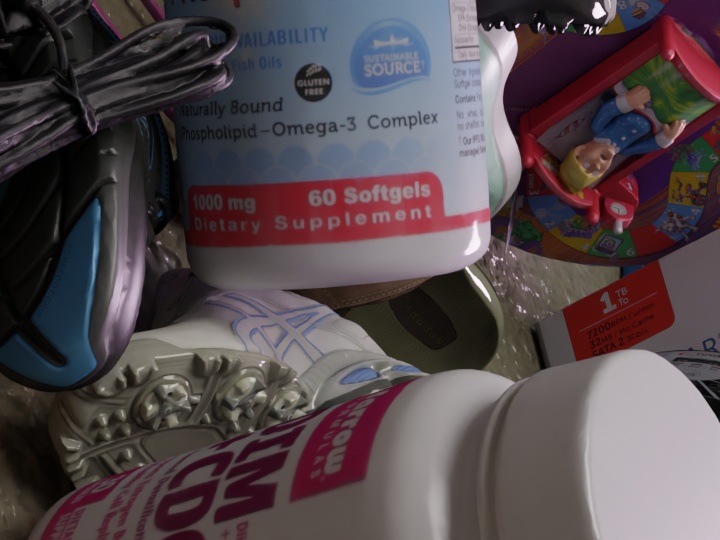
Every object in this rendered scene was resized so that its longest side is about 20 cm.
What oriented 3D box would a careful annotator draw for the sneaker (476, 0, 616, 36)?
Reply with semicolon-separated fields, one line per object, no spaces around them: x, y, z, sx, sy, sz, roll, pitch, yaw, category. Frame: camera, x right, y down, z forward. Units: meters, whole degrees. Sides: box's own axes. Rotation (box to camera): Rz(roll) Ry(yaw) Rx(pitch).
0.068;-0.145;0.865;0.200;0.066;0.091;-70;162;-72;sneaker

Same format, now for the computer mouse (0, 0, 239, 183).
-0.148;-0.079;0.685;0.200;0.046;0.140;37;44;26;computer mouse

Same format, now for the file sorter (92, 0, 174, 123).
-0.033;-0.164;0.937;0.126;0.139;0.200;54;25;-22;file sorter

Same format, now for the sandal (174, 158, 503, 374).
0.001;0.000;0.901;0.201;0.080;0.057;39;30;-43;sandal

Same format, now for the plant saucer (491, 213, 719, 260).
0.120;-0.090;1.088;0.200;0.200;0.036;47;30;-31;plant saucer

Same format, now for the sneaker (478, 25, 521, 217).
0.010;-0.045;1.000;0.074;0.118;0.201;40;-14;17;sneaker

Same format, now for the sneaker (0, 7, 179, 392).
-0.087;-0.028;0.731;0.082;0.073;0.200;43;21;-34;sneaker

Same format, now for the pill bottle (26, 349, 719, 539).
0.005;0.093;0.641;0.113;0.200;0.114;32;48;-45;pill bottle

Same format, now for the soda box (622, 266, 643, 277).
0.192;0.032;1.276;0.068;0.064;0.200;52;26;-22;soda box

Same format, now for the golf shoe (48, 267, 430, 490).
-0.056;0.038;0.786;0.097;0.078;0.200;45;16;26;golf shoe

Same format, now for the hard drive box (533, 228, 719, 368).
0.187;0.090;1.091;0.077;0.156;0.200;32;37;-47;hard drive box

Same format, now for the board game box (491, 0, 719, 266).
0.126;-0.063;1.059;0.039;0.157;0.200;-85;177;-46;board game box

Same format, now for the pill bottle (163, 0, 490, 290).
-0.014;-0.098;0.767;0.109;0.108;0.201;-18;104;-66;pill bottle

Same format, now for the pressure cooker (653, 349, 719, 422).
0.133;0.126;0.915;0.176;0.179;0.200;53;27;7;pressure cooker
